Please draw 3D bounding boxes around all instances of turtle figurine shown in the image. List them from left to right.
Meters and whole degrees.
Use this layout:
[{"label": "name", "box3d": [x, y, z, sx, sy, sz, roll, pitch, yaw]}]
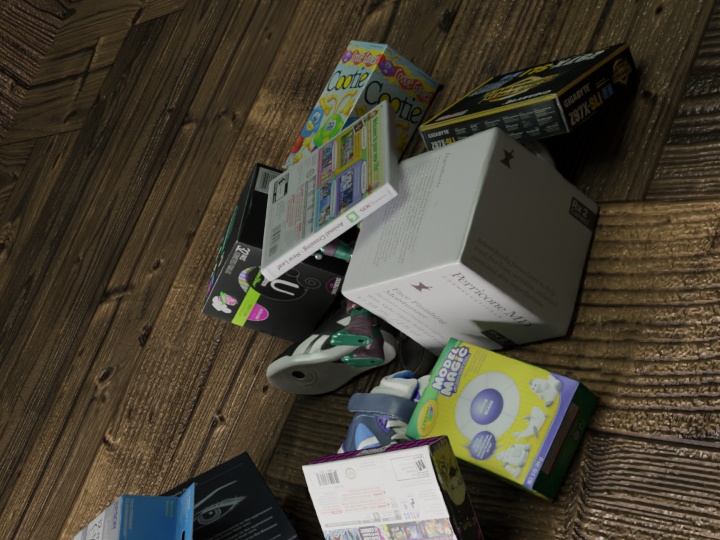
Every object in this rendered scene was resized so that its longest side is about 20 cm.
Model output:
[{"label": "turtle figurine", "box3d": [0.000, 0.000, 1.622, 0.100, 0.150, 0.202, -14, 60, 28]}]

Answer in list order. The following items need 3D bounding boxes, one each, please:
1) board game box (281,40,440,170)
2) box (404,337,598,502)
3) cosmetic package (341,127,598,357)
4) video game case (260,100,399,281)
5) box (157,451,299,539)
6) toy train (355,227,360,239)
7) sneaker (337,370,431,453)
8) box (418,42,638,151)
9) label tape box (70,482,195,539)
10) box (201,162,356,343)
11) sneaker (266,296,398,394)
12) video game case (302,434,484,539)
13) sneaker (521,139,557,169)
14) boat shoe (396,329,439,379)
[{"label": "board game box", "box3d": [0.001, -0.194, 1.910, 0.103, 0.104, 0.201, 21, 82, 59]}, {"label": "box", "box3d": [0.130, 0.142, 1.427, 0.199, 0.048, 0.118, 16, 76, 46]}, {"label": "cosmetic package", "box3d": [0.117, -0.024, 1.523, 0.199, 0.164, 0.166, -16, 49, 51]}, {"label": "video game case", "box3d": [-0.034, -0.093, 1.609, 0.181, 0.022, 0.201, -34, 27, 20]}, {"label": "box", "box3d": [-0.149, 0.320, 1.614, 0.147, 0.105, 0.200, -25, 28, -10]}, {"label": "toy train", "box3d": [0.056, -0.073, 1.767, 0.201, 0.055, 0.150, -59, 30, -2]}, {"label": "sneaker", "box3d": [0.048, 0.183, 1.523, 0.147, 0.080, 0.200, -59, 24, 8]}, {"label": "box", "box3d": [0.188, -0.187, 1.583, 0.199, 0.050, 0.159, -8, 19, 46]}, {"label": "label tape box", "box3d": [-0.254, 0.325, 1.537, 0.200, 0.066, 0.144, -44, 37, 41]}, {"label": "box", "box3d": [-0.101, -0.017, 1.801, 0.200, 0.147, 0.125, 123, 162, -57]}, {"label": "sneaker", "box3d": [-0.026, 0.078, 1.749, 0.199, 0.073, 0.113, -21, 43, 36]}, {"label": "video game case", "box3d": [0.040, 0.262, 1.400, 0.199, 0.036, 0.183, -19, 91, 49]}, {"label": "sneaker", "box3d": [0.136, -0.109, 1.625, 0.112, 0.072, 0.200, -32, 19, -18]}, {"label": "boat shoe", "box3d": [0.069, 0.034, 1.650, 0.067, 0.057, 0.202, -19, 48, 48]}]
